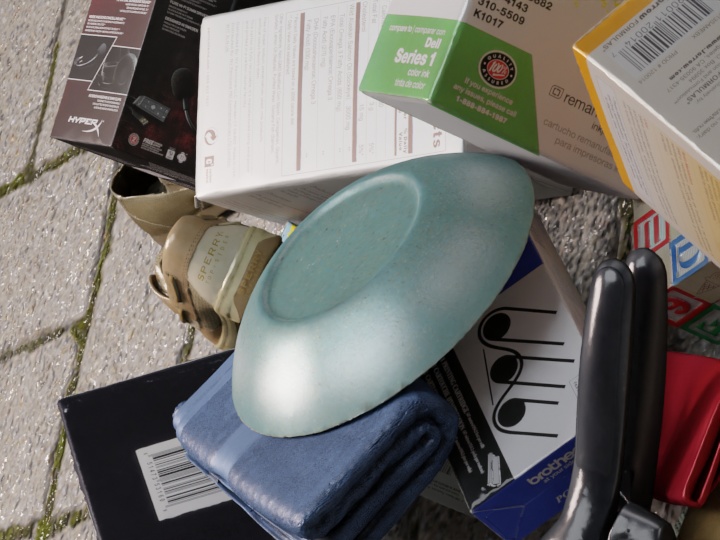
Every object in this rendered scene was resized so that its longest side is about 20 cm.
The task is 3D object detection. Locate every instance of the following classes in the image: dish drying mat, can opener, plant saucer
[{"bbox_3d":[0.156,0.079,1.505,0.200,0.018,0.077,-177,107,-80],"label":"dish drying mat"},{"bbox_3d":[0.127,0.087,1.425,0.079,0.063,0.200,8,101,28],"label":"can opener"},{"bbox_3d":[0.000,0.000,1.545,0.201,0.039,0.201,-33,28,20],"label":"plant saucer"}]

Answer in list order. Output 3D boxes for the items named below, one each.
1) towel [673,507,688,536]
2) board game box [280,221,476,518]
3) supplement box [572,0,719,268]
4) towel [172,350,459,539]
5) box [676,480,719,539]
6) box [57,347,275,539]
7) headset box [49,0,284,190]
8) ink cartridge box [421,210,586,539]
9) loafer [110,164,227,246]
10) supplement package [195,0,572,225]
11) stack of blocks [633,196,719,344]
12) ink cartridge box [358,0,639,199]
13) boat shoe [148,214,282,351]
[{"bbox_3d":[0.203,0.165,1.422,0.200,0.035,0.193,-61,26,16],"label":"towel"},{"bbox_3d":[0.015,0.057,1.731,0.103,0.105,0.200,-65,29,3],"label":"board game box"},{"bbox_3d":[0.200,-0.040,1.383,0.074,0.126,0.200,-40,56,-8],"label":"supplement box"},{"bbox_3d":[-0.024,0.085,1.548,0.112,0.049,0.200,-46,26,-6],"label":"towel"},{"bbox_3d":[0.201,0.130,1.362,0.164,0.021,0.200,-69,18,-3],"label":"box"},{"bbox_3d":[-0.080,0.187,1.689,0.200,0.123,0.199,-115,12,-53],"label":"box"},{"bbox_3d":[-0.093,-0.154,1.868,0.077,0.149,0.200,12,83,51],"label":"headset box"},{"bbox_3d":[0.073,0.039,1.540,0.094,0.044,0.200,-37,43,12],"label":"ink cartridge box"},{"bbox_3d":[-0.108,-0.081,2.074,0.200,0.067,0.076,-41,38,39],"label":"loafer"},{"bbox_3d":[0.015,-0.099,1.748,0.200,0.117,0.117,-7,75,35],"label":"supplement package"},{"bbox_3d":[0.201,-0.077,1.558,0.115,0.059,0.200,-38,40,41],"label":"stack of blocks"},{"bbox_3d":[0.108,-0.158,1.559,0.084,0.145,0.200,14,82,62],"label":"ink cartridge box"},{"bbox_3d":[-0.086,-0.001,1.707,0.200,0.064,0.071,119,175,-79],"label":"boat shoe"}]
